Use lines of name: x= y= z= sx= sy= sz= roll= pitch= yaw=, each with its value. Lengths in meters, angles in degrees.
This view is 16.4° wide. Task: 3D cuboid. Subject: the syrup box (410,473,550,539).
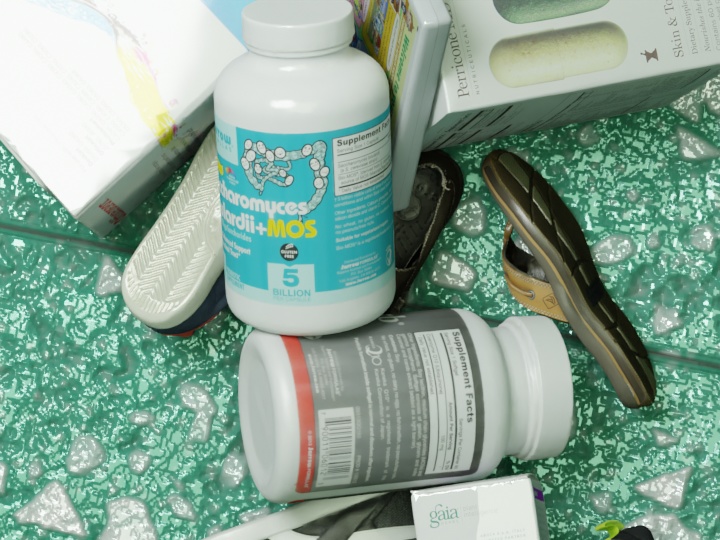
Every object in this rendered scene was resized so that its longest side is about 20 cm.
syrup box: x=0.087 y=0.234 z=1.587 sx=0.079 sy=0.081 sz=0.201 roll=-9 pitch=80 yaw=9

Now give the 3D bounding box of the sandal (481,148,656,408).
sandal: x=0.132 y=0.011 z=1.682 sx=0.055 sy=0.082 sz=0.200 roll=-31 pitch=92 yaw=21

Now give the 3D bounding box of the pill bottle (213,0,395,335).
pill bottle: x=-0.035 y=-0.068 z=1.567 sx=0.110 sy=0.111 sz=0.201 roll=-2 pitch=112 yaw=2

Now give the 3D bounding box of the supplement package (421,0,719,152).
supplement package: x=0.117 y=-0.176 z=1.628 sx=0.199 sy=0.151 sz=0.152 roll=-11 pitch=85 yaw=-13

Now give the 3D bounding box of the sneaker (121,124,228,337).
sneaker: x=-0.083 y=-0.039 z=1.679 sx=0.075 sy=0.085 sz=0.200 roll=38 pitch=82 yaw=20

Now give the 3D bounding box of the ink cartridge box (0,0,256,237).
ink cartridge box: x=-0.156 y=-0.144 z=1.656 sx=0.200 sy=0.147 sz=0.146 roll=-43 pitch=86 yaw=-2

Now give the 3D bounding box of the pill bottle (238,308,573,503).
pill bottle: x=0.029 y=0.085 z=1.620 sx=0.199 sy=0.116 sz=0.116 roll=-5 pitch=85 yaw=-16

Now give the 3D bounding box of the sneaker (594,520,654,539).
sneaker: x=0.228 y=0.241 z=1.653 sx=0.200 sy=0.072 sz=0.083 roll=45 pitch=47 yaw=-13

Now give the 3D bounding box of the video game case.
video game case: x=0.006 y=-0.166 z=1.602 sx=0.022 sy=0.200 sz=0.182 roll=-13 pitch=60 yaw=-16

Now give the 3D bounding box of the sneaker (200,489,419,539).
sneaker: x=-0.037 y=0.212 z=1.662 sx=0.200 sy=0.073 sz=0.112 roll=-22 pitch=84 yaw=-1

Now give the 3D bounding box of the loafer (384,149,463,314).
loafer: x=0.000 y=0.000 z=1.678 sx=0.073 sy=0.071 sz=0.200 roll=28 pitch=87 yaw=4
